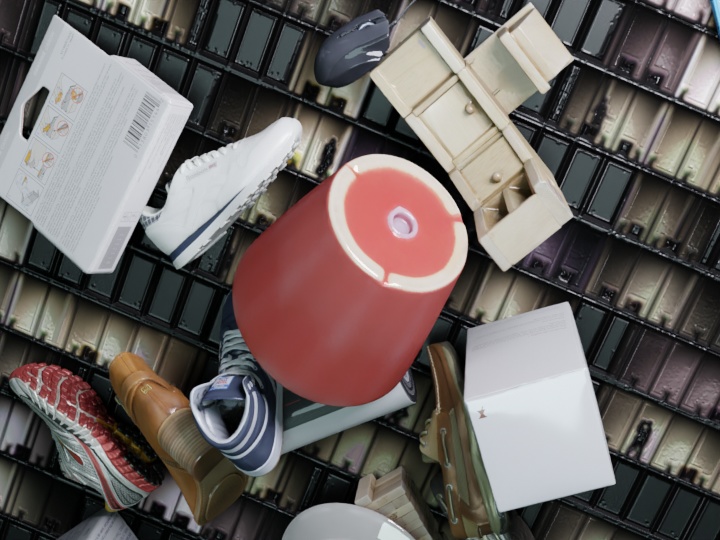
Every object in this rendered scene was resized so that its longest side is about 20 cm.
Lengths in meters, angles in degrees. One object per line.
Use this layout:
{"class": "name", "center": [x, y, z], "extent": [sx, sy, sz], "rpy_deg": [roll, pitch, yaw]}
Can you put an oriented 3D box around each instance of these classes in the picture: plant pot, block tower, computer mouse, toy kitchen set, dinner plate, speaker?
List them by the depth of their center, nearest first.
{"class": "toy kitchen set", "center": [0.129, -0.149, 1.081], "extent": [0.163, 0.181, 0.201], "rpy_deg": [-39, 102, 13]}
{"class": "plant pot", "center": [0.000, 0.000, 1.097], "extent": [0.199, 0.201, 0.178], "rpy_deg": [36, 139, -4]}
{"class": "computer mouse", "center": [0.030, -0.248, 1.128], "extent": [0.199, 0.059, 0.034], "rpy_deg": [-39, 131, 13]}
{"class": "speaker", "center": [-0.045, 0.135, 1.230], "extent": [0.197, 0.081, 0.082], "rpy_deg": [-22, 102, 12]}
{"class": "dinner plate", "center": [-0.004, 0.343, 1.277], "extent": [0.197, 0.024, 0.203], "rpy_deg": [12, 120, 22]}
{"class": "block tower", "center": [0.069, 0.309, 1.279], "extent": [0.057, 0.054, 0.202], "rpy_deg": [-30, 101, 12]}

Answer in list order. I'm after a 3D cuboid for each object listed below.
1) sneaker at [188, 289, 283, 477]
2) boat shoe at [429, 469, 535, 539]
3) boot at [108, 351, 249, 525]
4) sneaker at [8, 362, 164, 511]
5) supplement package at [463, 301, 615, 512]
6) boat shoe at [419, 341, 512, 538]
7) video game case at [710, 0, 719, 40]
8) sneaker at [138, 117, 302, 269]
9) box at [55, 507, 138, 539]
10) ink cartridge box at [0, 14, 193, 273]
{"class": "sneaker", "center": [-0.122, 0.094, 1.168], "extent": [0.069, 0.109, 0.203], "rpy_deg": [-12, 65, 15]}
{"class": "boat shoe", "center": [0.139, 0.292, 1.264], "extent": [0.073, 0.074, 0.202], "rpy_deg": [-25, 93, 22]}
{"class": "boot", "center": [-0.200, 0.180, 1.253], "extent": [0.077, 0.201, 0.155], "rpy_deg": [-41, 64, -14]}
{"class": "sneaker", "center": [-0.308, 0.184, 1.273], "extent": [0.082, 0.078, 0.200], "rpy_deg": [-41, 97, 16]}
{"class": "supplement package", "center": [0.170, 0.127, 1.141], "extent": [0.115, 0.200, 0.119], "rpy_deg": [-15, 103, 10]}
{"class": "boat shoe", "center": [0.094, 0.174, 1.195], "extent": [0.073, 0.076, 0.203], "rpy_deg": [-19, 71, 10]}
{"class": "video game case", "center": [0.443, -0.229, 1.110], "extent": [0.197, 0.018, 0.145], "rpy_deg": [-17, 103, 11]}
{"class": "sneaker", "center": [-0.142, -0.092, 1.186], "extent": [0.200, 0.076, 0.081], "rpy_deg": [-42, 88, 13]}
{"class": "box", "center": [-0.275, 0.393, 1.271], "extent": [0.104, 0.184, 0.201], "rpy_deg": [-32, 99, 12]}
{"class": "ink cartridge box", "center": [-0.283, -0.129, 1.203], "extent": [0.175, 0.045, 0.202], "rpy_deg": [37, 108, 21]}
